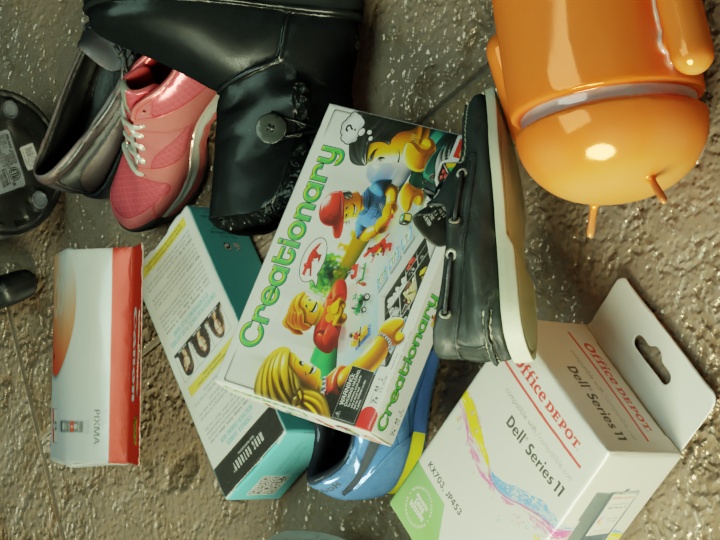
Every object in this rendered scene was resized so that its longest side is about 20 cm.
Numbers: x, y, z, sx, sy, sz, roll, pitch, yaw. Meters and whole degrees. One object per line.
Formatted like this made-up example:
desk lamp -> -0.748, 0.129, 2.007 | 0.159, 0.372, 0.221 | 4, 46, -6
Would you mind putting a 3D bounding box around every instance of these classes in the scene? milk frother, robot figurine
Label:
milk frother -> -0.367, -0.044, 1.874 | 0.188, 0.200, 0.181 | -10, 83, 48
robot figurine -> 0.138, -0.124, 1.367 | 0.144, 0.117, 0.200 | -12, 78, 16

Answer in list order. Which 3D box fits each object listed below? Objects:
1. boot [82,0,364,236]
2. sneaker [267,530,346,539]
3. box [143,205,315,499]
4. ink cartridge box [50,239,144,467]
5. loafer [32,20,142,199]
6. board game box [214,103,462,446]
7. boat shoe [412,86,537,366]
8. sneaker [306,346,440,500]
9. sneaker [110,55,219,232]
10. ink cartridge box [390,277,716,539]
boot -> -0.094, -0.110, 1.599 | 0.076, 0.200, 0.168 | 56, -143, -84
sneaker -> 0.003, 0.263, 1.523 | 0.200, 0.081, 0.147 | 19, 109, 45
box -> -0.090, 0.056, 1.660 | 0.082, 0.049, 0.200 | -49, 53, 35
ink cartridge box -> -0.193, 0.063, 1.718 | 0.200, 0.050, 0.162 | 164, 107, -78
loafer -> -0.191, -0.147, 1.784 | 0.072, 0.063, 0.200 | 37, 114, 44
board game box -> 0.000, 0.000, 1.506 | 0.126, 0.035, 0.200 | 15, 78, 34
boat shoe -> 0.064, -0.026, 1.409 | 0.066, 0.075, 0.200 | -12, 55, 12
sneaker -> 0.006, 0.051, 1.531 | 0.066, 0.078, 0.200 | 13, 95, 51
sneaker -> -0.148, -0.116, 1.714 | 0.074, 0.087, 0.200 | 55, 126, 38
ink cartridge box -> 0.112, 0.110, 1.411 | 0.200, 0.067, 0.117 | -58, 47, 28
